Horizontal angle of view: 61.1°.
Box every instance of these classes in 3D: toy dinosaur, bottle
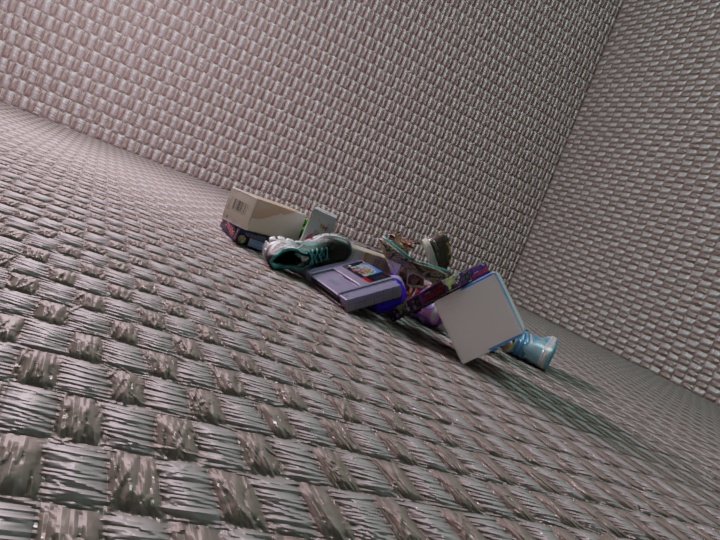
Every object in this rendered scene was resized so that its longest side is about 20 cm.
[{"bbox_3d":[0.130,-0.005,1.574,0.084,0.138,0.202,-9,-37,4],"label":"toy dinosaur"},{"bbox_3d":[0.060,0.046,1.356,0.082,0.067,0.200,-22,3,6],"label":"bottle"}]

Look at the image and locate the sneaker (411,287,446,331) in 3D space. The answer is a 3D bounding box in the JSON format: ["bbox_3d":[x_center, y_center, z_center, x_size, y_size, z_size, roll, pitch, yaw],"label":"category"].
[{"bbox_3d":[0.151,0.081,1.448,0.086,0.082,0.200,13,8,-11],"label":"sneaker"}]

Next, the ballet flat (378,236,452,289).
[{"bbox_3d":[0.118,-0.004,1.428,0.197,0.077,0.068,27,2,-1],"label":"ballet flat"}]

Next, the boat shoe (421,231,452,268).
[{"bbox_3d":[0.198,-0.035,1.509,0.073,0.059,0.202,62,2,24],"label":"boat shoe"}]

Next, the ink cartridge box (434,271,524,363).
[{"bbox_3d":[0.238,0.087,1.190,0.127,0.127,0.200,65,15,9],"label":"ink cartridge box"}]

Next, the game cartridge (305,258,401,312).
[{"bbox_3d":[-0.017,0.023,1.236,0.127,0.039,0.199,-19,24,-24],"label":"game cartridge"}]

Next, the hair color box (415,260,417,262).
[{"bbox_3d":[0.168,0.027,1.877,0.060,0.104,0.200,19,7,-20],"label":"hair color box"}]

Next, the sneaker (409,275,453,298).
[{"bbox_3d":[0.179,0.084,1.640,0.197,0.115,0.071,-13,-16,38],"label":"sneaker"}]

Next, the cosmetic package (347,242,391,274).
[{"bbox_3d":[0.000,0.000,1.449,0.198,0.107,0.071,14,10,-47],"label":"cosmetic package"}]

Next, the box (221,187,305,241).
[{"bbox_3d":[-0.230,-0.131,1.484,0.094,0.079,0.199,24,6,28],"label":"box"}]

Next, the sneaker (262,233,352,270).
[{"bbox_3d":[-0.113,-0.029,1.306,0.195,0.079,0.091,-6,21,-5],"label":"sneaker"}]

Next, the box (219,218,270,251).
[{"bbox_3d":[-0.267,-0.086,1.529,0.134,0.038,0.200,20,6,-27],"label":"box"}]

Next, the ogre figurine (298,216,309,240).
[{"bbox_3d":[-0.201,-0.111,1.787,0.197,0.101,0.118,6,11,45],"label":"ogre figurine"}]

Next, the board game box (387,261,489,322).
[{"bbox_3d":[0.147,0.044,1.186,0.119,0.033,0.200,-26,-6,-33],"label":"board game box"}]

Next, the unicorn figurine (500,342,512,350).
[{"bbox_3d":[0.265,0.138,1.434,0.199,0.074,0.137,40,2,22],"label":"unicorn figurine"}]

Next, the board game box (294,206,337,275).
[{"bbox_3d":[-0.111,-0.072,1.453,0.063,0.150,0.200,23,6,-4],"label":"board game box"}]

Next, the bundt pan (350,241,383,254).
[{"bbox_3d":[0.044,-0.008,1.755,0.198,0.077,0.202,23,-3,1],"label":"bundt pan"}]

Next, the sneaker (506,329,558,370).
[{"bbox_3d":[0.427,0.183,1.546,0.129,0.081,0.200,25,5,17],"label":"sneaker"}]
